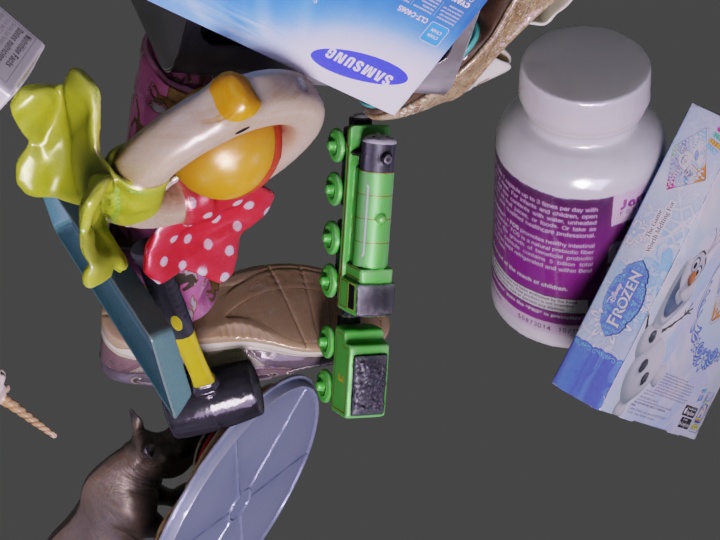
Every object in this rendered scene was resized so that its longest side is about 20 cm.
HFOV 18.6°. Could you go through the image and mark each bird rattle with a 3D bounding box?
[{"bbox_3d":[-0.087,-0.051,1.204,0.163,0.113,0.200,-32,158,23],"label":"bird rattle"}]

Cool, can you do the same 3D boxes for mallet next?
[{"bbox_3d":[-0.100,0.039,1.375,0.065,0.041,0.200,-12,145,-5],"label":"mallet"}]

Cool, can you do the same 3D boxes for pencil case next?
[{"bbox_3d":[-0.112,-0.059,1.365,0.086,0.083,0.201,-12,135,-31],"label":"pencil case"}]

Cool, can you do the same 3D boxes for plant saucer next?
[{"bbox_3d":[-0.151,0.003,1.331,0.019,0.200,0.070,-26,135,-14],"label":"plant saucer"}]

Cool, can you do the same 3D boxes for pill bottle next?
[{"bbox_3d":[0.142,-0.055,1.437,0.112,0.113,0.201,-11,134,-10],"label":"pill bottle"}]

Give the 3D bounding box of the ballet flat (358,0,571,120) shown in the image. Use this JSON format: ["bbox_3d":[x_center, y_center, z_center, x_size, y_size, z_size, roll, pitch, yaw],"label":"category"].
[{"bbox_3d":[0.084,-0.155,1.359,0.200,0.071,0.065,-43,134,22],"label":"ballet flat"}]

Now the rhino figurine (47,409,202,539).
[{"bbox_3d":[-0.162,0.168,1.567,0.087,0.060,0.200,17,121,-28],"label":"rhino figurine"}]

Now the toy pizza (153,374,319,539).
[{"bbox_3d":[-0.095,0.156,1.531,0.200,0.032,0.201,-51,161,-25],"label":"toy pizza"}]

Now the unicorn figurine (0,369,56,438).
[{"bbox_3d":[-0.301,0.057,1.412,0.199,0.074,0.138,-10,143,-15],"label":"unicorn figurine"}]

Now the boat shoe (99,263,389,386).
[{"bbox_3d":[-0.080,0.043,1.482,0.199,0.072,0.065,-4,145,-21],"label":"boat shoe"}]

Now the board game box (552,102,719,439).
[{"bbox_3d":[0.220,0.006,1.459,0.200,0.043,0.200,-63,153,3],"label":"board game box"}]

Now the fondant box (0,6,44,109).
[{"bbox_3d":[-0.290,-0.127,1.162,0.200,0.058,0.144,41,124,-13],"label":"fondant box"}]

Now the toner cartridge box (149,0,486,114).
[{"bbox_3d":[-0.035,-0.162,1.163,0.199,0.043,0.095,22,122,-33],"label":"toner cartridge box"}]

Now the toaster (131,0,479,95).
[{"bbox_3d":[-0.018,-0.199,1.249,0.180,0.119,0.201,3,129,-22],"label":"toaster"}]

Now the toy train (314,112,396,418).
[{"bbox_3d":[0.000,0.000,1.424,0.041,0.056,0.201,-2,103,-25],"label":"toy train"}]
